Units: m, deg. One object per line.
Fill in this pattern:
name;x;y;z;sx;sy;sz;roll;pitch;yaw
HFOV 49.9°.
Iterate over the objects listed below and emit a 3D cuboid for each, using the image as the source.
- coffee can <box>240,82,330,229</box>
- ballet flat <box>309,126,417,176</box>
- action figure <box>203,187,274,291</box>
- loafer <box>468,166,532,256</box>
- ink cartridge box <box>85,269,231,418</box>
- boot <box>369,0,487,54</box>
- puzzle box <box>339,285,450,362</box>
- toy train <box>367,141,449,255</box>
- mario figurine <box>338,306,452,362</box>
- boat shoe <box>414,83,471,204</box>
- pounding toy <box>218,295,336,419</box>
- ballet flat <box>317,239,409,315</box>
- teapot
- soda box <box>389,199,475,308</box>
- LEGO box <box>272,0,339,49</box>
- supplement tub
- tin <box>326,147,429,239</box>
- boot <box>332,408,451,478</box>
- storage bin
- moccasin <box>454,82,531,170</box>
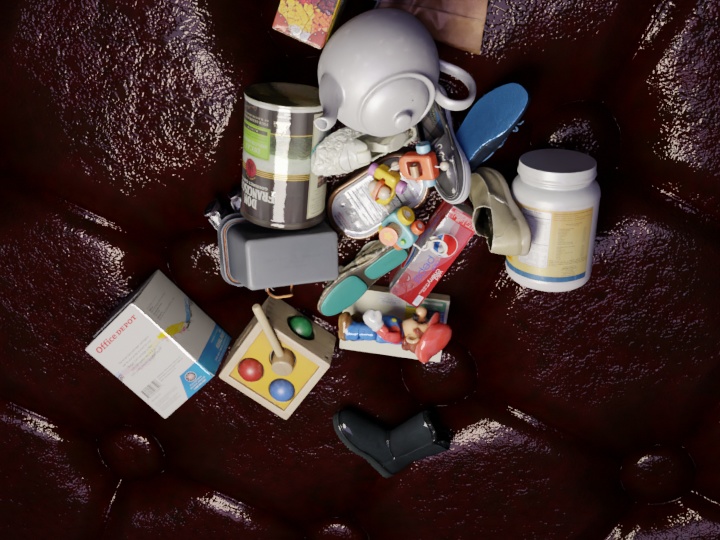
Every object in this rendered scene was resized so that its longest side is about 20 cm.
coffee can;-0.122;-0.189;1.266;0.144;0.147;0.203;7;116;3
ballet flat;0.012;-0.200;1.230;0.198;0.071;0.073;-29;118;-28
action figure;-0.203;-0.042;1.388;0.129;0.070;0.202;-28;116;-1
loafer;0.208;-0.098;1.244;0.067;0.201;0.077;-8;130;-14
ink cartridge box;-0.373;0.135;1.450;0.147;0.145;0.200;-39;106;21
boot;0.092;-0.369;1.216;0.197;0.069;0.191;9;109;-6
puzzle box;0.063;0.097;1.450;0.197;0.026;0.135;8;116;2
toy train;0.074;-0.106;1.249;0.148;0.056;0.203;11;126;33
mario figurine;0.066;0.092;1.372;0.197;0.124;0.107;5;121;20
boat shoe;0.121;-0.204;1.233;0.069;0.066;0.203;-10;91;37
pounding toy;-0.155;0.149;1.434;0.183;0.143;0.201;34;115;-11
ballet flat;0.000;0.000;1.383;0.199;0.076;0.068;-39;130;11
teapot;0.042;-0.267;1.128;0.199;0.147;0.197;-36;149;18
soda box;0.128;-0.036;1.352;0.063;0.070;0.201;30;116;-13
LEGO box;-0.053;-0.422;1.115;0.076;0.201;0.150;21;116;-5
supplement tub;0.314;-0.083;1.268;0.142;0.145;0.203;2;116;6
tin;0.031;-0.130;1.339;0.199;0.042;0.112;-32;113;19
boot;0.065;0.312;1.523;0.167;0.077;0.200;-33;115;24
storage bin;-0.129;-0.020;1.303;0.197;0.134;0.148;-6;105;-18
moccasin;0.200;-0.227;1.256;0.200;0.068;0.081;-41;73;33
